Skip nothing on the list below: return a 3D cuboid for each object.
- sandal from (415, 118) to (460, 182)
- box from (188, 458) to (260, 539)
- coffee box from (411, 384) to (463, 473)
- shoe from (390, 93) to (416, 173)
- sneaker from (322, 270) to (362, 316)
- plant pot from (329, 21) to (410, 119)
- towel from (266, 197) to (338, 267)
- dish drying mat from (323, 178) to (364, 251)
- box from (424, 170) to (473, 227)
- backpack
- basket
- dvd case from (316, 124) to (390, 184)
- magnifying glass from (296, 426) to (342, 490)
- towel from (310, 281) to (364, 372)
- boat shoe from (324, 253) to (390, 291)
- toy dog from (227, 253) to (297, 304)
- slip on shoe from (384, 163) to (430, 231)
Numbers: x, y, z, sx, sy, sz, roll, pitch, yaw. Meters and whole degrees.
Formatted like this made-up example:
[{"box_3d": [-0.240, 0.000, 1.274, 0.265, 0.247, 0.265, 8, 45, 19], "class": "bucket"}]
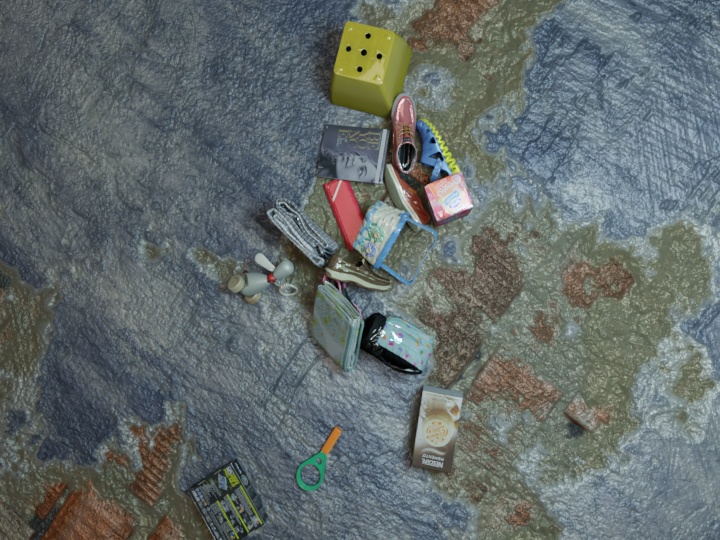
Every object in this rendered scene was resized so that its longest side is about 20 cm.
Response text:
[{"box_3d": [0.197, -0.318, 1.482, 0.086, 0.079, 0.203, -29, 81, 11], "class": "sandal"}, {"box_3d": [-0.381, 0.677, 1.575, 0.158, 0.044, 0.203, -33, 86, 6], "class": "box"}, {"box_3d": [0.208, 0.429, 1.481, 0.111, 0.080, 0.206, 8, 91, 7], "class": "coffee box"}, {"box_3d": [0.121, -0.365, 1.455, 0.069, 0.091, 0.205, -1, 110, -10], "class": "shoe"}, {"box_3d": [-0.056, 0.089, 1.508, 0.078, 0.095, 0.204, -26, 88, 4], "class": "sneaker"}, {"box_3d": [0.020, -0.549, 1.455, 0.195, 0.176, 0.205, 16, 92, 6], "class": "plant pot"}, {"box_3d": [-0.151, -0.103, 1.485, 0.200, 0.166, 0.086, 44, 89, 5], "class": "towel"}, {"box_3d": [-0.036, -0.164, 1.542, 0.075, 0.018, 0.204, -22, 87, 6], "class": "dish drying mat"}, {"box_3d": [0.226, -0.180, 1.417, 0.100, 0.200, 0.097, -19, 88, 6], "class": "box"}, {"box_3d": [0.100, 0.195, 1.456, 0.197, 0.167, 0.129, 29, 85, -8], "class": "backpack"}, {"box_3d": [0.088, -0.074, 1.455, 0.197, 0.140, 0.179, 27, 122, 1], "class": "basket"}, {"box_3d": [-0.020, -0.326, 1.519, 0.195, 0.016, 0.153, 10, 88, 18], "class": "dvd case"}, {"box_3d": [-0.114, 0.536, 1.554, 0.079, 0.022, 0.203, 32, 96, 6], "class": "magnifying glass"}, {"box_3d": [-0.065, 0.152, 1.459, 0.171, 0.047, 0.203, 43, 137, 34], "class": "towel"}, {"box_3d": [0.002, 0.002, 1.473, 0.198, 0.074, 0.077, 14, 99, -30], "class": "boat shoe"}, {"box_3d": [-0.276, 0.012, 1.539, 0.195, 0.133, 0.098, -12, 50, 3], "class": "toy dog"}, {"box_3d": [0.126, -0.207, 1.502, 0.060, 0.074, 0.203, -30, 86, -16], "class": "slip on shoe"}]
